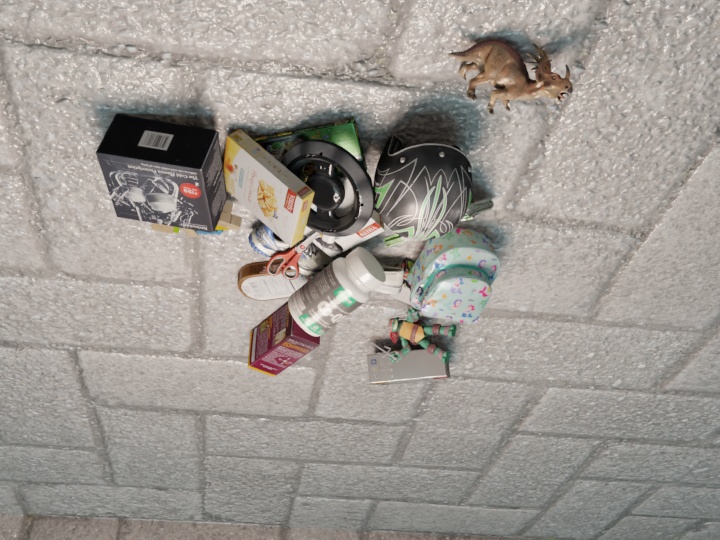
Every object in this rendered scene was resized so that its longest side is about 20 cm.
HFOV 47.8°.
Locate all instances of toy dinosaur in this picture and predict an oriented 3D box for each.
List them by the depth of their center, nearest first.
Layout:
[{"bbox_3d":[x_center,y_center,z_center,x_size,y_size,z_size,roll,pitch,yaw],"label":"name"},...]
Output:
[{"bbox_3d":[0.246,-0.339,1.359,0.200,0.086,0.136,33,124,-14],"label":"toy dinosaur"}]

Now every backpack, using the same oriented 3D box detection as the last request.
[{"bbox_3d":[0.207,0.010,1.765,0.177,0.151,0.200,12,122,-19],"label":"backpack"}]

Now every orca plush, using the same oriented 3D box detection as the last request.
[{"bbox_3d":[-0.016,-0.121,1.581,0.105,0.071,0.200,32,130,23],"label":"orca plush"}]

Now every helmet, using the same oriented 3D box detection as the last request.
[{"bbox_3d":[0.115,-0.153,1.497,0.200,0.191,0.200,-4,119,-7],"label":"helmet"}]

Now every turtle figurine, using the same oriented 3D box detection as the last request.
[{"bbox_3d":[0.131,0.154,2.010,0.200,0.101,0.150,14,112,20],"label":"turtle figurine"}]

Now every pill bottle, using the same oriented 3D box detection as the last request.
[{"bbox_3d":[-0.050,0.044,1.754,0.200,0.113,0.113,-38,131,20],"label":"pill bottle"}]

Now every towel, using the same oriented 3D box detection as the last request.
[{"bbox_3d":[0.162,-0.094,1.656,0.200,0.031,0.149,-21,179,30],"label":"towel"}]

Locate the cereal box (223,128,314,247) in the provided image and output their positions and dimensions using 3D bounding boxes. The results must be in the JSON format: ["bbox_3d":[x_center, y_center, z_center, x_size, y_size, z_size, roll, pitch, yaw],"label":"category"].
[{"bbox_3d":[-0.179,-0.155,1.536,0.200,0.040,0.144,41,145,17],"label":"cereal box"}]

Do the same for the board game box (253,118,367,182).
[{"bbox_3d":[-0.095,-0.219,1.535,0.200,0.023,0.105,-8,120,12],"label":"board game box"}]

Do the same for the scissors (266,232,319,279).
[{"bbox_3d":[-0.134,-0.046,1.702,0.073,0.014,0.200,24,132,-14],"label":"scissors"}]

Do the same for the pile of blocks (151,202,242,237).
[{"bbox_3d":[-0.337,-0.114,1.682,0.200,0.062,0.082,3,157,9],"label":"pile of blocks"}]

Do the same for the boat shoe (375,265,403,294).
[{"bbox_3d":[0.000,0.000,1.828,0.200,0.072,0.066,15,107,8],"label":"boat shoe"}]

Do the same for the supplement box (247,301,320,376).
[{"bbox_3d":[-0.190,0.168,2.019,0.086,0.111,0.200,24,137,-31],"label":"supplement box"}]

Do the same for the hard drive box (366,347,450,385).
[{"bbox_3d":[0.128,0.251,2.117,0.200,0.077,0.156,-7,169,10],"label":"hard drive box"}]

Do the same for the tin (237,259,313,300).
[{"bbox_3d":[-0.188,0.023,1.884,0.200,0.042,0.112,-8,147,11],"label":"tin"}]

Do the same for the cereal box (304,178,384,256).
[{"bbox_3d":[-0.063,-0.116,1.674,0.144,0.040,0.200,-26,136,26],"label":"cereal box"}]

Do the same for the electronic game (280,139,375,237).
[{"bbox_3d":[-0.065,-0.151,1.516,0.200,0.042,0.200,15,128,20],"label":"electronic game"}]

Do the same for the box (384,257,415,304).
[{"bbox_3d":[0.152,0.044,1.915,0.200,0.035,0.110,24,138,-29],"label":"box"}]

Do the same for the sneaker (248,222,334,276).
[{"bbox_3d":[-0.136,-0.052,1.750,0.200,0.077,0.085,20,135,-26],"label":"sneaker"}]

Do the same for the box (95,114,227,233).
[{"bbox_3d":[-0.364,-0.178,1.521,0.200,0.104,0.182,10,145,5],"label":"box"}]
